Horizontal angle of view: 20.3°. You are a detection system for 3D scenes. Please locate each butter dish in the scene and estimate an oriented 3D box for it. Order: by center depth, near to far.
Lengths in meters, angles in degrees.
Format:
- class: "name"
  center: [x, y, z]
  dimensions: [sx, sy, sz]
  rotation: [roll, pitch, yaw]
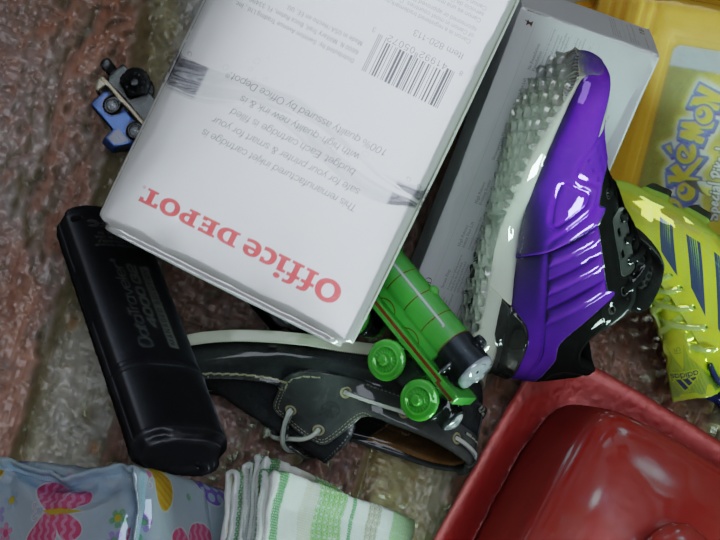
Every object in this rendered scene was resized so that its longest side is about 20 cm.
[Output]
- class: "butter dish"
  center: [0.153, 0.164, 1.103]
  dimensions: [0.199, 0.148, 0.200]
  rotation: [32, 77, -4]

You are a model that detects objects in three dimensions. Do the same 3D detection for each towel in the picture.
- class: "towel"
  center: [-0.029, 0.186, 1.054]
  dimensions: [0.030, 0.200, 0.150]
  rotation: [7, 78, 24]

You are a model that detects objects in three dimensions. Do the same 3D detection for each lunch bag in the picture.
- class: "lunch bag"
  center: [-0.124, 0.207, 1.025]
  dimensions: [0.126, 0.169, 0.202]
  rotation: [-2, 75, 31]

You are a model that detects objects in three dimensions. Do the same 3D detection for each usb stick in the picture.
- class: "usb stick"
  center: [-0.120, 0.034, 1.075]
  dimensions: [0.055, 0.033, 0.201]
  rotation: [6, 36, -28]

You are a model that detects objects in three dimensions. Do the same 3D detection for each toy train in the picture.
- class: "toy train"
  center: [0.000, 0.000, 1.095]
  dimensions: [0.056, 0.042, 0.200]
  rotation: [-45, 70, 15]
- class: "toy train"
  center: [-0.090, -0.039, 1.156]
  dimensions: [0.046, 0.034, 0.200]
  rotation: [-40, 89, -3]

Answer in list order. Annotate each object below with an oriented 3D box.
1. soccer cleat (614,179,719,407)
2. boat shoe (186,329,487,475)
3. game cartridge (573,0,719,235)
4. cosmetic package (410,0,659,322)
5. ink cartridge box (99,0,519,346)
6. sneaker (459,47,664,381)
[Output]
- class: "soccer cleat"
  center: [0.194, 0.030, 1.151]
  dimensions: [0.200, 0.065, 0.084]
  rotation: [46, 78, -23]
- class: "boat shoe"
  center: [-0.026, 0.072, 1.126]
  dimensions: [0.198, 0.072, 0.068]
  rotation: [9, 74, -10]
- class: "game cartridge"
  center: [0.203, -0.069, 1.165]
  dimensions: [0.198, 0.032, 0.178]
  rotation: [8, 114, -9]
- class: "cosmetic package"
  center: [0.091, -0.052, 1.127]
  dimensions: [0.082, 0.051, 0.201]
  rotation: [18, 114, -8]
- class: "ink cartridge box"
  center: [-0.027, -0.080, 1.035]
  dimensions: [0.146, 0.083, 0.201]
  rotation: [26, 88, 0]
- class: "sneaker"
  center: [0.119, -0.024, 1.077]
  dimensions: [0.099, 0.070, 0.201]
  rotation: [11, 123, -6]
